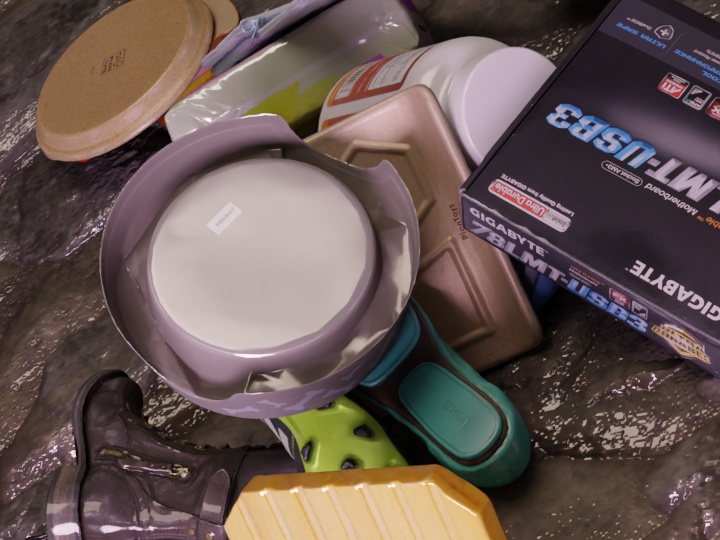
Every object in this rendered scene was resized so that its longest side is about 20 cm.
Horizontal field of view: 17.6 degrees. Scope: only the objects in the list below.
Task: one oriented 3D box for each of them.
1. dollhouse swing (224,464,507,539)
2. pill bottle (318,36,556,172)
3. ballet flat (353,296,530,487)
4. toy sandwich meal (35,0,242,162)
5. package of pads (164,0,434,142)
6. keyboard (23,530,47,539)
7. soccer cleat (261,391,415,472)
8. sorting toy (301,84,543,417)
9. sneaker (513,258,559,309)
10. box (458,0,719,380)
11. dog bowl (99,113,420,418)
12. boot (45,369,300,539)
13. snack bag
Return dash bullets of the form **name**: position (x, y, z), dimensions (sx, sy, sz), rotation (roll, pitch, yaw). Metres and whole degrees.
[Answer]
- **dollhouse swing**: position (0.000, 0.228, 1.211), dimensions (0.199, 0.176, 0.182), rotation (-6, 43, 36)
- **pill bottle**: position (0.059, -0.098, 1.576), dimensions (0.112, 0.112, 0.200), rotation (-49, 18, -19)
- **ballet flat**: position (0.038, 0.071, 1.450), dimensions (0.067, 0.070, 0.200), rotation (-43, 50, -2)
- **toy sandwich meal**: position (-0.185, -0.157, 1.964), dimensions (0.204, 0.070, 0.206), rotation (-25, 38, 21)
- **package of pads**: position (-0.043, -0.142, 1.753), dimensions (0.199, 0.069, 0.154), rotation (-30, 0, 8)
- **keyboard**: position (-0.187, 0.198, 1.561), dimensions (0.199, 0.021, 0.127), rotation (-30, 34, 7)
- **soccer cleat**: position (-0.025, 0.091, 1.464), dimensions (0.200, 0.081, 0.068), rotation (42, 107, 21)
- **sorting toy**: position (0.000, 0.000, 1.515), dimensions (0.199, 0.186, 0.036), rotation (-25, 1, 19)
- **sneaker**: position (0.163, -0.056, 1.520), dimensions (0.201, 0.078, 0.066), rotation (-64, 7, -10)
- **box**: position (0.195, -0.060, 1.428), dimensions (0.199, 0.050, 0.199), rotation (31, 65, 22)
- **dog bowl**: position (-0.059, 0.001, 1.432), dimensions (0.198, 0.059, 0.202), rotation (-3, 58, 4)
- **boot**: position (-0.106, 0.130, 1.516), dimensions (0.172, 0.070, 0.201), rotation (-4, 31, 7)
- **snack bag**: position (-0.012, -0.210, 1.733), dimensions (0.188, 0.022, 0.200), rotation (-27, 1, -24)
